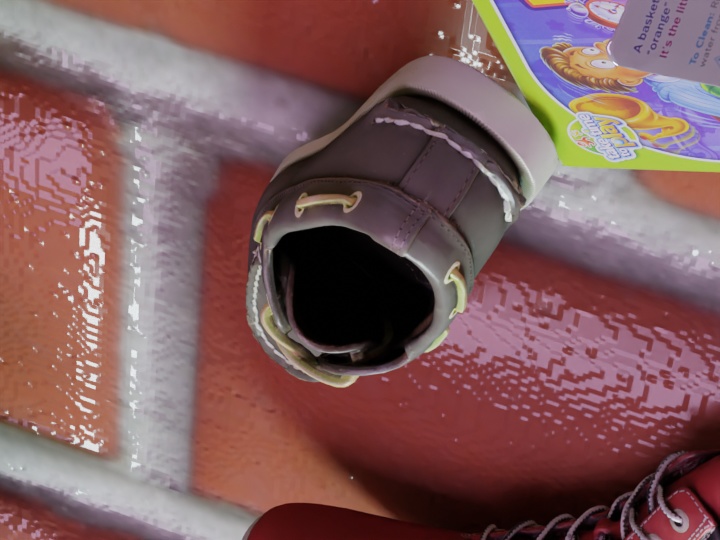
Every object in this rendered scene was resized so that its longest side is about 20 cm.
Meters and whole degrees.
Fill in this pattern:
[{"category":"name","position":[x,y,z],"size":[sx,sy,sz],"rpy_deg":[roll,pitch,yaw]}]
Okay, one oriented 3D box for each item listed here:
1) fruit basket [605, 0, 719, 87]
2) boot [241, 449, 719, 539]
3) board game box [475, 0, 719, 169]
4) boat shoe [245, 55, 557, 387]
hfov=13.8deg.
[{"category":"fruit basket","position":[0.152,-0.118,0.657],"size":[0.199,0.094,0.186],"rpy_deg":[9,110,-35]},{"category":"boot","position":[0.063,0.093,1.001],"size":[0.199,0.073,0.145],"rpy_deg":[18,135,1]},{"category":"board game box","position":[0.089,-0.098,0.771],"size":[0.134,0.045,0.200],"rpy_deg":[3,150,26]},{"category":"boat shoe","position":[-0.002,-0.002,0.917],"size":[0.072,0.060,0.202],"rpy_deg":[37,156,-3]}]
